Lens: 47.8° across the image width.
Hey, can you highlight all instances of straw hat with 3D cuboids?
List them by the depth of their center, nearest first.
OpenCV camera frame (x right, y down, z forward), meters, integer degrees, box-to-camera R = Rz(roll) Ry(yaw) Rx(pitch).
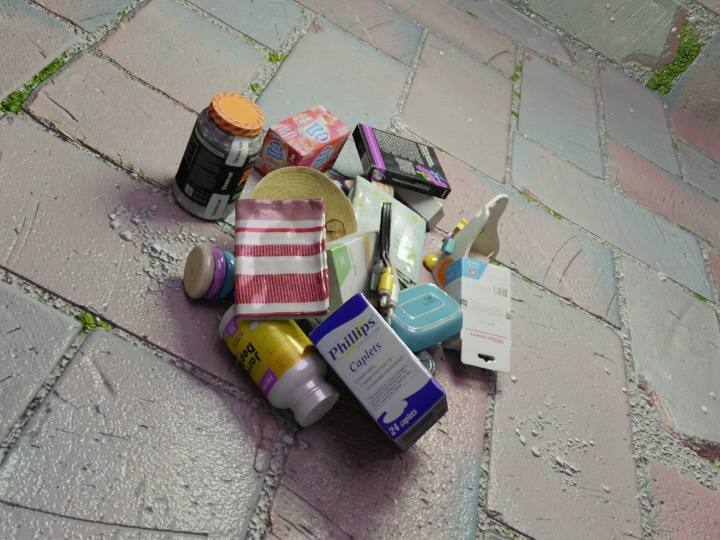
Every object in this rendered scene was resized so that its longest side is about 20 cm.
[{"bbox_3d":[-0.108,-0.074,1.432,0.196,0.085,0.206,3,72,-10],"label":"straw hat"}]

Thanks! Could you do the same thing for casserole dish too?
[{"bbox_3d":[0.102,0.074,1.408,0.198,0.039,0.121,-17,48,-45],"label":"casserole dish"}]

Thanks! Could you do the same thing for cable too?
[{"bbox_3d":[0.046,-0.008,1.306,0.049,0.098,0.204,5,61,9],"label":"cable"}]

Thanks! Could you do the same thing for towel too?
[{"bbox_3d":[-0.121,-0.022,1.231,0.141,0.023,0.204,-2,63,-5],"label":"towel"},{"bbox_3d":[0.043,-0.071,1.530,0.170,0.048,0.202,34,40,-21],"label":"towel"}]

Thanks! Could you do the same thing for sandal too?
[{"bbox_3d":[0.044,-0.162,1.669,0.205,0.060,0.079,14,31,-52],"label":"sandal"}]

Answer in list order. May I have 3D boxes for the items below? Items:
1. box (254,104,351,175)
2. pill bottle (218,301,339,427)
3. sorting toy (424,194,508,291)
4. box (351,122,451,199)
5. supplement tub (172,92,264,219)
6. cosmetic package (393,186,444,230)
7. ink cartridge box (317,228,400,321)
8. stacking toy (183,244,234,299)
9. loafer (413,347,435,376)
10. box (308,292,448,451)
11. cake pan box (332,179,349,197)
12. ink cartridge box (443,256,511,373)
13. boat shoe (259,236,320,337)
[{"bbox_3d":[-0.117,-0.251,1.654,0.095,0.100,0.200,39,36,10],"label":"box"},{"bbox_3d":[-0.120,0.133,1.220,0.103,0.105,0.200,-19,60,-47],"label":"pill bottle"},{"bbox_3d":[0.231,-0.070,1.644,0.106,0.181,0.199,40,37,11],"label":"sorting toy"},{"bbox_3d":[0.085,-0.226,1.688,0.196,0.036,0.145,12,41,-27],"label":"box"},{"bbox_3d":[-0.245,-0.199,1.417,0.120,0.201,0.124,19,39,-17],"label":"supplement tub"},{"bbox_3d":[0.094,-0.178,1.741,0.200,0.051,0.083,45,-2,14],"label":"cosmetic package"},{"bbox_3d":[0.000,0.000,1.350,0.199,0.066,0.120,-24,104,-51],"label":"ink cartridge box"},{"bbox_3d":[-0.186,0.017,1.334,0.197,0.086,0.086,12,40,-36],"label":"stacking toy"},{"bbox_3d":[0.067,0.136,1.405,0.071,0.064,0.201,-18,43,-15],"label":"loafer"},{"bbox_3d":[0.033,0.157,1.228,0.105,0.184,0.200,-40,72,-6],"label":"box"},{"bbox_3d":[-0.043,-0.074,1.555,0.183,0.053,0.199,40,37,12],"label":"cake pan box"},{"bbox_3d":[0.218,0.090,1.515,0.114,0.067,0.204,14,67,-24],"label":"ink cartridge box"},{"bbox_3d":[-0.115,0.026,1.317,0.203,0.073,0.074,64,34,-23],"label":"boat shoe"}]
